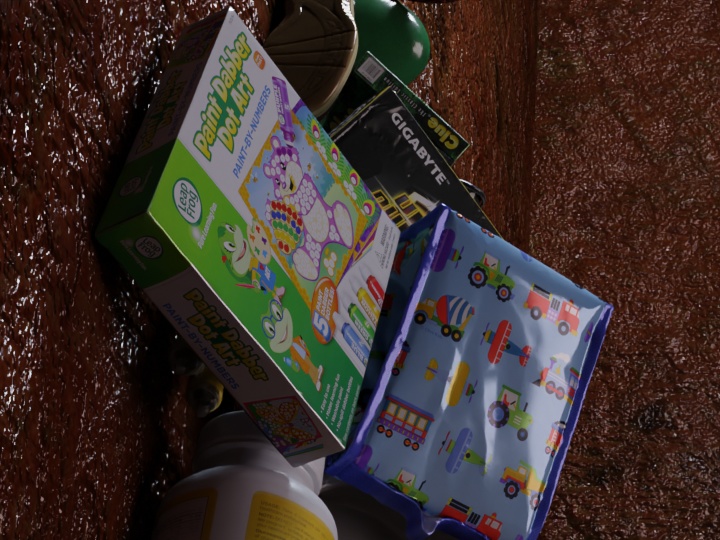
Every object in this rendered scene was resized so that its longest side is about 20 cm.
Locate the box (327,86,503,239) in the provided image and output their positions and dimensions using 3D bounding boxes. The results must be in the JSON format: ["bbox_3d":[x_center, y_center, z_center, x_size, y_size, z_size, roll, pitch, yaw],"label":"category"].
[{"bbox_3d":[0.023,-0.004,1.364,0.160,0.049,0.201,-42,99,-33],"label":"box"}]

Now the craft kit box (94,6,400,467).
[{"bbox_3d":[-0.059,-0.022,1.149,0.198,0.048,0.201,49,34,-28],"label":"craft kit box"}]

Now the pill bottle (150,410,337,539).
[{"bbox_3d":[-0.073,0.187,1.131,0.112,0.111,0.201,78,16,-49],"label":"pill bottle"}]

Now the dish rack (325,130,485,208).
[{"bbox_3d":[0.022,-0.037,1.531,0.200,0.152,0.055,71,42,-73],"label":"dish rack"}]

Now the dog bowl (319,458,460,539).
[{"bbox_3d":[-0.008,0.220,1.258,0.059,0.198,0.202,158,-63,-64],"label":"dog bowl"}]

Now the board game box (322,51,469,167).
[{"bbox_3d":[0.021,-0.099,1.519,0.023,0.105,0.200,-45,177,-16],"label":"board game box"}]

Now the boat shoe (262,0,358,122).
[{"bbox_3d":[-0.033,-0.161,1.465,0.201,0.071,0.072,-87,170,-49],"label":"boat shoe"}]

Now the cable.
[{"bbox_3d":[-0.096,0.033,1.247,0.200,0.050,0.098,-115,-163,-86],"label":"cable"}]

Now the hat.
[{"bbox_3d":[0.053,-0.192,1.624,0.200,0.174,0.167,-61,150,-69],"label":"hat"}]

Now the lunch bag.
[{"bbox_3d":[0.067,0.086,1.272,0.094,0.150,0.201,-29,-142,53],"label":"lunch bag"}]
